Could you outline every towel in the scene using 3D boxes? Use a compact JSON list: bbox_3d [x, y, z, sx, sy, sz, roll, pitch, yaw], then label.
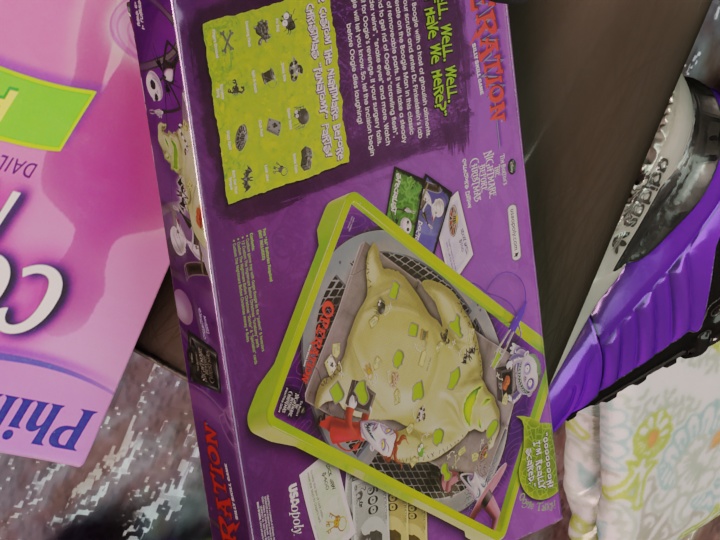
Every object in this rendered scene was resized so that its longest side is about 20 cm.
[{"bbox_3d":[0.155,0.014,1.108,0.171,0.048,0.201,-24,128,-30],"label":"towel"}]

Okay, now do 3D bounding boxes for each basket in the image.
[{"bbox_3d":[0.025,-0.033,0.891,0.200,0.136,0.180,-63,151,-2],"label":"basket"}]

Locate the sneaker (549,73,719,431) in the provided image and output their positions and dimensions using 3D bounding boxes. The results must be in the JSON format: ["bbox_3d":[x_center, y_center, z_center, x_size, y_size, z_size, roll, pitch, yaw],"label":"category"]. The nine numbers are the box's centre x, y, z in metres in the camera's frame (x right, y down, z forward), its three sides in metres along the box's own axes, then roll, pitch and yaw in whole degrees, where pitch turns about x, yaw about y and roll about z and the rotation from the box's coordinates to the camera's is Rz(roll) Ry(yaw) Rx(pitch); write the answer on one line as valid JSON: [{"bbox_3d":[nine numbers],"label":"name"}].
[{"bbox_3d":[0.092,0.020,0.988,0.099,0.070,0.200,19,114,-36],"label":"sneaker"}]

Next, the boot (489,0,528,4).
[{"bbox_3d":[-0.021,-0.173,0.700,0.073,0.199,0.162,-32,149,32],"label":"boot"}]

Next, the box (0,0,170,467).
[{"bbox_3d":[-0.129,-0.063,0.746,0.176,0.097,0.201,16,101,-48],"label":"box"}]

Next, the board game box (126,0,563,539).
[{"bbox_3d":[0.000,0.000,0.780,0.120,0.032,0.201,-18,111,-30],"label":"board game box"}]
